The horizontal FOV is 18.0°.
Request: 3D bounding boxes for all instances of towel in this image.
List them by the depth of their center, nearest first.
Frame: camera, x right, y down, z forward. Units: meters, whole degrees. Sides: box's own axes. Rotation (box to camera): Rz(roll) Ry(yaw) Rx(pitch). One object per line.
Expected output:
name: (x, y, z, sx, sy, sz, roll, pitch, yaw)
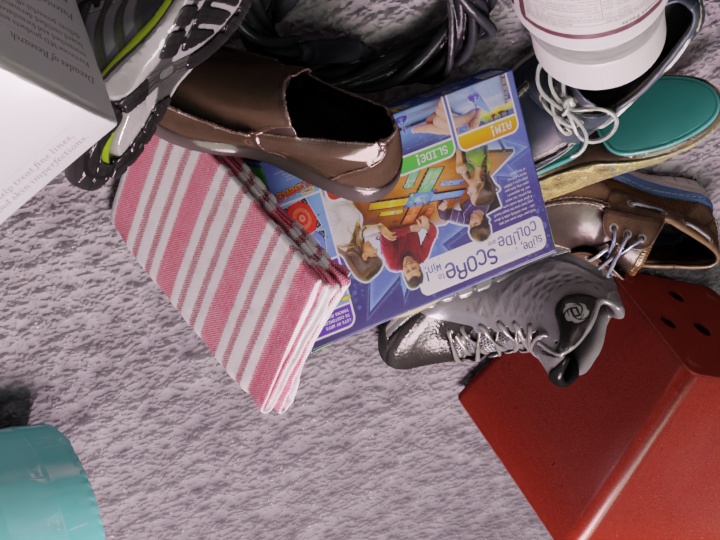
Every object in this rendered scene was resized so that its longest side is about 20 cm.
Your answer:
towel: (-0.092, -0.017, 1.508, 0.030, 0.200, 0.147, -24, 153, -37)

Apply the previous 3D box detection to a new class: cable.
cable: (0.004, -0.169, 1.474, 0.163, 0.051, 0.200, -25, 147, 4)

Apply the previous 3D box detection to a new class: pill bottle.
pill bottle: (0.142, -0.210, 1.444, 0.109, 0.110, 0.200, -22, 147, -1)

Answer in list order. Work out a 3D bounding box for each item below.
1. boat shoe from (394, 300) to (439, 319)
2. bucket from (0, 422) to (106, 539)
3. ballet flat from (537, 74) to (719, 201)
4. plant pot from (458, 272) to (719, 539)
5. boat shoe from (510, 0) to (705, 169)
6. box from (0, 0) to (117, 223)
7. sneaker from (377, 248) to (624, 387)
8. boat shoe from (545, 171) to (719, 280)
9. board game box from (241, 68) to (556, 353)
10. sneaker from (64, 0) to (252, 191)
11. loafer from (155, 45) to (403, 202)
boat shoe: (0.000, 0.000, 1.684, 0.199, 0.073, 0.063, -25, 149, 5)
bucket: (-0.284, 0.215, 1.710, 0.134, 0.208, 0.207, -10, 145, -29)
ballet flat: (0.169, -0.092, 1.668, 0.199, 0.071, 0.071, -18, 146, -3)
plant pot: (0.239, 0.113, 1.887, 0.199, 0.200, 0.177, 11, 123, -39)
boat shoe: (0.157, -0.129, 1.580, 0.200, 0.062, 0.075, -35, 102, 16)
box: (-0.288, -0.107, 1.320, 0.199, 0.131, 0.200, -37, 143, 22)
sneaker: (0.116, 0.052, 1.784, 0.199, 0.116, 0.075, -28, 146, 7)
boat shoe: (0.200, -0.035, 1.751, 0.199, 0.073, 0.072, 0, 140, -30)
board game box: (0.028, -0.043, 1.536, 0.199, 0.034, 0.136, -21, 106, -23)
sneaker: (-0.137, -0.150, 1.387, 0.200, 0.081, 0.074, -51, 158, 0)
loafer: (-0.060, -0.111, 1.445, 0.199, 0.073, 0.071, 18, 147, -8)
